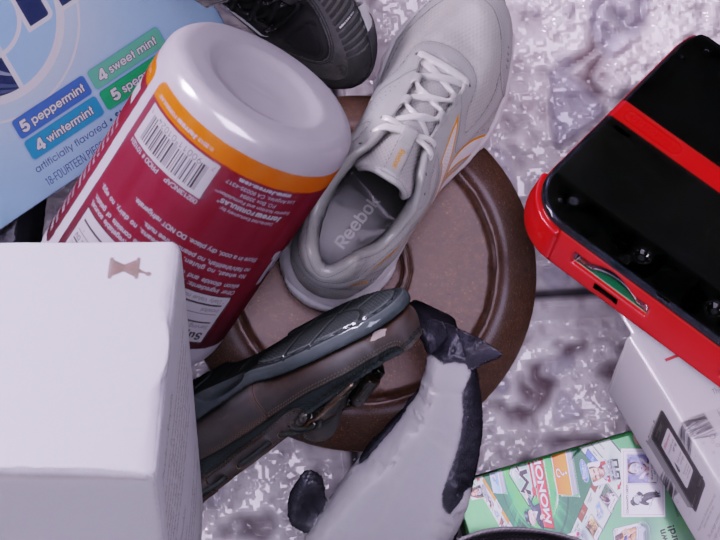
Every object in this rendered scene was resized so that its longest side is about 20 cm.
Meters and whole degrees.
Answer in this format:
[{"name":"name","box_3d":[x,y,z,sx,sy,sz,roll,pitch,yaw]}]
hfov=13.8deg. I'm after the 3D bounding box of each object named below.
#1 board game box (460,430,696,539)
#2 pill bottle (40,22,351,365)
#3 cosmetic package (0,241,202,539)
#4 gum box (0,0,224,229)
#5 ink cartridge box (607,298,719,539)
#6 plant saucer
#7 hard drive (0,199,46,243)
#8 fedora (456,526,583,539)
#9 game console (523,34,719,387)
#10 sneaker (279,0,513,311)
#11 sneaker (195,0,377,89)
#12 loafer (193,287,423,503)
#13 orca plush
[{"name":"board game box","box_3d":[0.140,0.194,1.642,0.134,0.029,0.200,-15,86,-4]},{"name":"pill bottle","box_3d":[-0.099,-0.023,1.575,0.113,0.113,0.200,36,117,1]},{"name":"cosmetic package","box_3d":[-0.170,0.111,1.502,0.166,0.200,0.167,0,42,2]},{"name":"gum box","box_3d":[-0.181,-0.151,1.590,0.170,0.045,0.200,-36,109,-18]},{"name":"ink cartridge box","box_3d":[0.216,0.078,1.608,0.116,0.067,0.200,-20,63,-18]},{"name":"plant saucer","box_3d":[0.000,0.000,1.651,0.200,0.034,0.201,0,85,-2]},{"name":"hard drive","box_3d":[-0.271,-0.065,1.637,0.200,0.042,0.135,6,84,-2]},{"name":"fedora","box_3d":[0.092,0.237,1.560,0.177,0.090,0.200,-5,97,-6]},{"name":"game console","box_3d":[0.208,-0.024,1.618,0.200,0.031,0.177,37,57,16]},{"name":"sneaker","box_3d":[0.027,-0.068,1.596,0.076,0.092,0.200,28,83,-1]},{"name":"sneaker","box_3d":[-0.070,-0.165,1.572,0.066,0.091,0.200,-28,107,35]},{"name":"loafer","box_3d":[-0.037,0.069,1.591,0.200,0.072,0.063,-26,100,36]},{"name":"orca plush","box_3d":[0.017,0.110,1.621,0.105,0.071,0.200,9,106,3]}]
